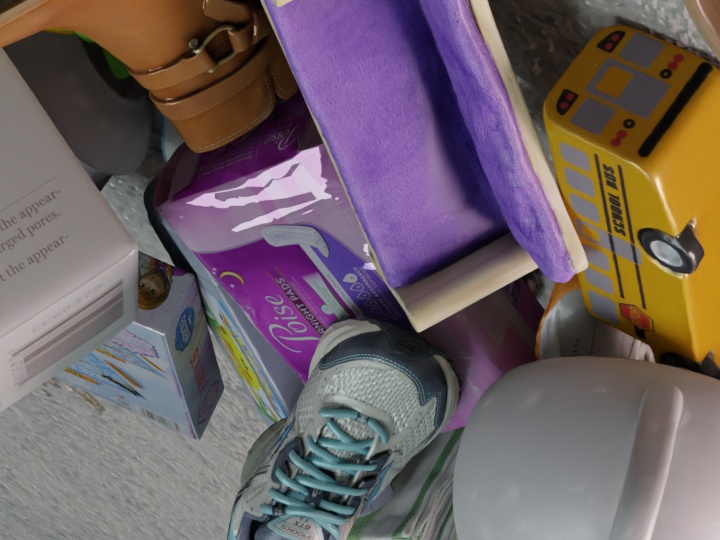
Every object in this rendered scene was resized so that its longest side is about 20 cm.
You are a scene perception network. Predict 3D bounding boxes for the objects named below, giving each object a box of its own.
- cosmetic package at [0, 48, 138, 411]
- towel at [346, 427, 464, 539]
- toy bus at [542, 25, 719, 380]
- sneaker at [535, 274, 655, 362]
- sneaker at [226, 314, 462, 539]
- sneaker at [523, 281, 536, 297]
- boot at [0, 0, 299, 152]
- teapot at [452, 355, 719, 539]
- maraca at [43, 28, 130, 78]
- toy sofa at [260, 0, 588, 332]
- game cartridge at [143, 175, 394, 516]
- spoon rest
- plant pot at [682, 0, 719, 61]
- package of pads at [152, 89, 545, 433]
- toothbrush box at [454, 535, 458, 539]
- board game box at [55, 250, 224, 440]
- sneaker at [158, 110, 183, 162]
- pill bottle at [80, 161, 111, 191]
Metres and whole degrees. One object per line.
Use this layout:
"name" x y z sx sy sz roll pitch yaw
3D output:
"cosmetic package" -0.229 -0.029 1.367 0.200 0.165 0.165 55 169 9
"towel" 0.027 0.105 1.585 0.031 0.150 0.200 40 160 -17
"toy bus" 0.139 -0.020 1.263 0.078 0.065 0.200 26 156 26
"sneaker" 0.155 0.054 1.403 0.092 0.076 0.200 10 153 29
"sneaker" -0.012 0.101 1.375 0.077 0.087 0.200 26 140 -5
"sneaker" 0.033 0.035 1.518 0.078 0.082 0.200 38 155 -2
"boot" -0.104 -0.115 1.270 0.077 0.200 0.156 35 154 38
"teapot" 0.127 0.139 1.313 0.200 0.147 0.197 33 151 -34
"maraca" -0.147 -0.171 1.345 0.200 0.106 0.138 60 -164 -68
"toy sofa" 0.023 -0.070 1.231 0.098 0.082 0.201 55 170 55
"game cartridge" -0.052 0.041 1.524 0.201 0.040 0.133 61 167 -15
"spoon rest" -0.174 -0.134 1.437 0.060 0.099 0.201 -31 89 23
"plant pot" 0.210 -0.106 0.935 0.200 0.093 0.201 31 159 13
"package of pads" 0.000 0.000 1.386 0.120 0.076 0.200 -19 124 34
"toothbrush box" 0.117 0.166 1.571 0.199 0.146 0.086 20 154 40
"board game box" -0.182 0.015 1.595 0.199 0.041 0.200 23 162 9
"sneaker" -0.064 -0.104 1.414 0.080 0.077 0.200 21 161 14
"pill bottle" -0.186 -0.088 1.571 0.113 0.113 0.200 39 160 -5
